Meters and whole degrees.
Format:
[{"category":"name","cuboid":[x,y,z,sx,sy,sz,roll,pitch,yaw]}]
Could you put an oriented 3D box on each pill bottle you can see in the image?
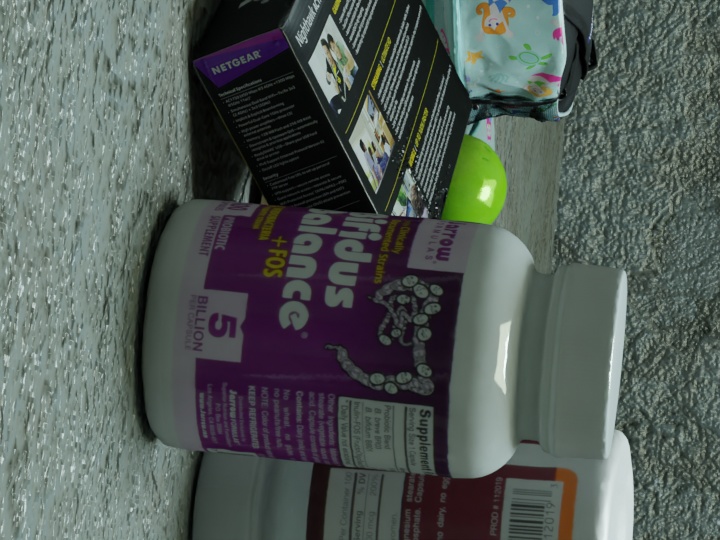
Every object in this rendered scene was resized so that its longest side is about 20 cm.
[{"category":"pill bottle","cuboid":[0.027,0.126,1.318,0.114,0.199,0.115,4,90,-77]},{"category":"pill bottle","cuboid":[0.013,0.031,1.184,0.112,0.199,0.113,5,90,-82]}]

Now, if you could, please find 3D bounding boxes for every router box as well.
[{"category":"router box","cuboid":[-0.008,-0.090,1.310,0.149,0.051,0.200,63,22,-23]}]

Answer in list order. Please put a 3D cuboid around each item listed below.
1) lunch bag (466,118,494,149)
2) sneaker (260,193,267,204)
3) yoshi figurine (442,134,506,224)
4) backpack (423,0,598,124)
[{"category":"lunch bag","cuboid":[0.047,-0.016,1.838,0.160,0.077,0.201,-70,163,-65]},{"category":"sneaker","cuboid":[0.000,0.000,1.464,0.200,0.090,0.067,75,20,-68]},{"category":"yoshi figurine","cuboid":[0.043,-0.003,1.569,0.112,0.112,0.200,47,-26,47]},{"category":"backpack","cuboid":[0.079,-0.187,1.689,0.200,0.150,0.178,92,-3,-83]}]
